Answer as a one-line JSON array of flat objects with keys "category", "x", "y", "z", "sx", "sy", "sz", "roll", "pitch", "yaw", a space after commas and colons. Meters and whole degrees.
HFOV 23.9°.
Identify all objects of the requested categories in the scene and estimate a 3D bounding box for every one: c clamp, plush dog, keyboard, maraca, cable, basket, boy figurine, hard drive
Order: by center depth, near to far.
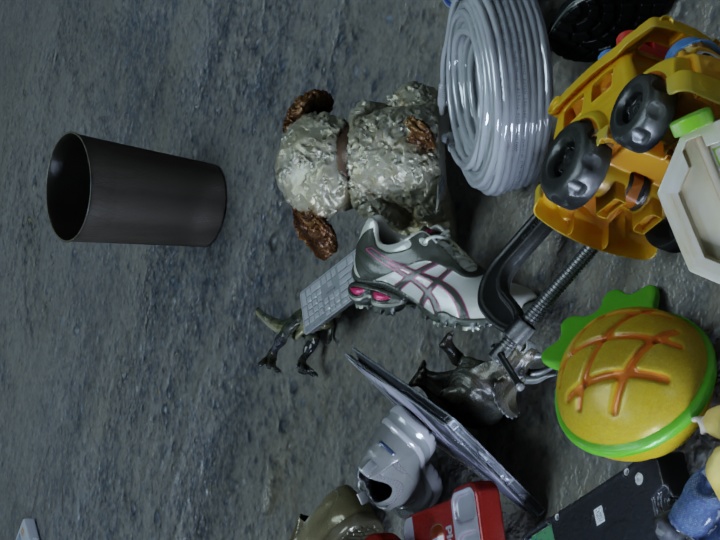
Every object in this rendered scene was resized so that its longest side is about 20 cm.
[{"category": "boy figurine", "x": 0.294, "y": 0.145, "z": 1.253, "sx": 0.124, "sy": 0.064, "sz": 0.200, "roll": 53, "pitch": 131, "yaw": 26}, {"category": "maraca", "x": 0.214, "y": 0.079, "z": 1.375, "sx": 0.137, "sy": 0.107, "sz": 0.200, "roll": -30, "pitch": 30, "yaw": 6}, {"category": "hard drive", "x": 0.214, "y": 0.251, "z": 1.413, "sx": 0.200, "sy": 0.038, "sz": 0.140, "roll": -45, "pitch": 47, "yaw": 48}, {"category": "c clamp", "x": 0.171, "y": -0.002, "z": 1.480, "sx": 0.200, "sy": 0.027, "sz": 0.171, "roll": -52, "pitch": 25, "yaw": 4}, {"category": "cable", "x": 0.125, "y": -0.167, "z": 1.558, "sx": 0.200, "sy": 0.069, "sz": 0.200, "roll": -106, "pitch": 14, "yaw": -51}, {"category": "plush dog", "x": -0.001, "y": -0.104, "z": 1.689, "sx": 0.160, "sy": 0.171, "sz": 0.200, "roll": 47, "pitch": -142, "yaw": -71}, {"category": "keyboard", "x": 0.000, "y": 0.000, "z": 1.834, "sx": 0.200, "sy": 0.011, "sz": 0.056, "roll": -37, "pitch": 53, "yaw": 36}, {"category": "basket", "x": -0.290, "y": -0.098, "z": 2.224, "sx": 0.180, "sy": 0.200, "sz": 0.136, "roll": 42, "pitch": 120, "yaw": 55}]

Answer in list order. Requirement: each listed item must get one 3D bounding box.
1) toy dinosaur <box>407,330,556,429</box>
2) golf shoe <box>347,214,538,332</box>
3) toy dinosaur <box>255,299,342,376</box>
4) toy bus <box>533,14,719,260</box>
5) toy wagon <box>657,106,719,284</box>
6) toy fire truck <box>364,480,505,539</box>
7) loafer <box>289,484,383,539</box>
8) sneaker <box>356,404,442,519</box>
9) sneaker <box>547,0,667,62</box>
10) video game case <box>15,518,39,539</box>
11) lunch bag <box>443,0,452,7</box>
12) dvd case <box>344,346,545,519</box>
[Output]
[{"category": "toy dinosaur", "x": 0.100, "y": 0.117, "z": 1.598, "sx": 0.077, "sy": 0.102, "sz": 0.200, "roll": -53, "pitch": -2, "yaw": -28}, {"category": "golf shoe", "x": 0.077, "y": 0.005, "z": 1.594, "sx": 0.200, "sy": 0.077, "sz": 0.088, "roll": 10, "pitch": 104, "yaw": 28}, {"category": "toy dinosaur", "x": -0.073, "y": 0.075, "z": 1.951, "sx": 0.200, "sy": 0.047, "sz": 0.088, "roll": -12, "pitch": 56, "yaw": 55}, {"category": "toy bus", "x": 0.241, "y": -0.133, "z": 1.369, "sx": 0.200, "sy": 0.136, "sz": 0.192, "roll": -42, "pitch": 33, "yaw": 48}, {"category": "toy wagon", "x": 0.318, "y": -0.062, "z": 1.218, "sx": 0.200, "sy": 0.040, "sz": 0.155, "roll": -22, "pitch": 93, "yaw": 21}, {"category": "toy fire truck", "x": 0.086, "y": 0.305, "z": 1.550, "sx": 0.168, "sy": 0.112, "sz": 0.200, "roll": -37, "pitch": 54, "yaw": 57}, {"category": "loafer", "x": -0.044, "y": 0.301, "z": 1.840, "sx": 0.200, "sy": 0.076, "sz": 0.068, "roll": -45, "pitch": 45, "yaw": 35}, {"category": "sneaker", "x": 0.025, "y": 0.197, "z": 1.644, "sx": 0.075, "sy": 0.082, "sz": 0.200, "roll": 41, "pitch": 163, "yaw": 24}, {"category": "sneaker", "x": 0.233, "y": -0.264, "z": 1.468, "sx": 0.200, "sy": 0.076, "sz": 0.088, "roll": -46, "pitch": 31, "yaw": 43}, {"category": "video game case", "x": -0.545, "y": 0.534, "z": 2.745, "sx": 0.200, "sy": 0.022, "sz": 0.182, "roll": -65, "pitch": 33, "yaw": 30}, {"category": "lunch bag", "x": 0.131, "y": -0.355, "z": 1.636, "sx": 0.161, "sy": 0.082, "sz": 0.200, "roll": -34, "pitch": 55, "yaw": 53}, {"category": "dvd case", "x": 0.076, "y": 0.149, "z": 1.587, "sx": 0.016, "sy": 0.149, "sz": 0.200, "roll": -48, "pitch": 31, "yaw": -6}]
